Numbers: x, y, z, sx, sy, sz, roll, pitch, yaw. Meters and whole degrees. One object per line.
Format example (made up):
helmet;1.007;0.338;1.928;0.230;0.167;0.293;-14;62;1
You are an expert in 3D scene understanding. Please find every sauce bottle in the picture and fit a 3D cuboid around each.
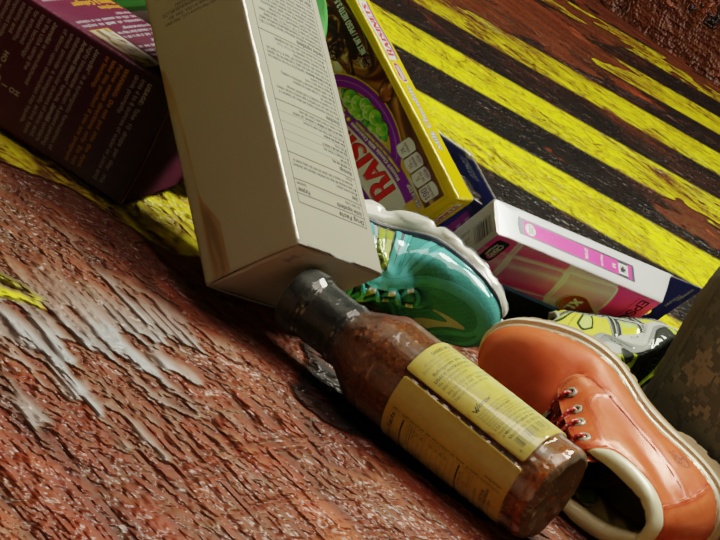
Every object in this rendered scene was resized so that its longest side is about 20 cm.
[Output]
sauce bottle;0.036;0.069;1.179;0.200;0.066;0.066;40;18;24

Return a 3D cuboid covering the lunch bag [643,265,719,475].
lunch bag;0.274;0.089;1.303;0.117;0.201;0.164;10;24;-49

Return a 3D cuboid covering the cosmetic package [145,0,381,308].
cosmetic package;-0.060;-0.085;1.267;0.105;0.071;0.202;22;50;-57

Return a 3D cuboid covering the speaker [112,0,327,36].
speaker;-0.123;-0.169;1.429;0.198;0.090;0.088;0;-3;34

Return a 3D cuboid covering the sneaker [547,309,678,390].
sneaker;0.164;0.054;1.445;0.076;0.076;0.199;37;15;24

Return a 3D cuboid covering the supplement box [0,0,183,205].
supplement box;-0.196;-0.135;1.344;0.199;0.086;0.110;33;17;9

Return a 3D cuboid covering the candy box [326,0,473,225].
candy box;-0.008;-0.107;1.436;0.026;0.102;0.201;-3;61;-57

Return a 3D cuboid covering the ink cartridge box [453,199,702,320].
ink cartridge box;0.143;0.015;1.488;0.199;0.095;0.037;19;50;-31

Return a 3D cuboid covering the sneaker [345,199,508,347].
sneaker;0.000;0.000;1.357;0.199;0.078;0.080;27;35;3

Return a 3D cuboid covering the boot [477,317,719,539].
boot;0.131;0.097;1.264;0.200;0.075;0.107;41;23;30

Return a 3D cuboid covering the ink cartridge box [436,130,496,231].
ink cartridge box;0.017;-0.086;1.545;0.200;0.043;0.196;38;-7;26
